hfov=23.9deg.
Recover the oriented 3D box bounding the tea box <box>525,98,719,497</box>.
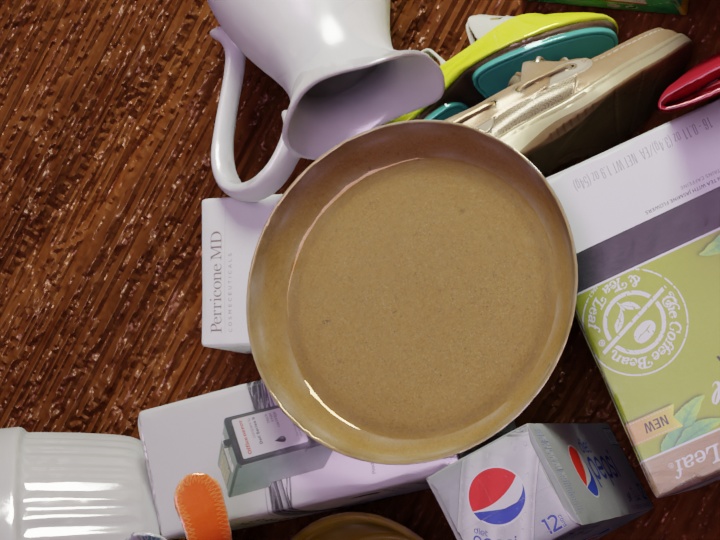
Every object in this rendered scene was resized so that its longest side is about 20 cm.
[{"bbox_3d":[0.233,0.004,0.990,0.200,0.134,0.197,-27,78,16],"label":"tea box"}]

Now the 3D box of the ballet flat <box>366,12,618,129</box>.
[{"bbox_3d":[0.069,-0.126,1.106,0.200,0.067,0.067,-31,57,16],"label":"ballet flat"}]

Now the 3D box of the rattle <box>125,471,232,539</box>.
[{"bbox_3d":[-0.065,0.234,0.982,0.143,0.130,0.200,47,135,44],"label":"rattle"}]

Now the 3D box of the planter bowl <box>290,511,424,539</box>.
[{"bbox_3d":[0.029,0.246,1.053,0.200,0.083,0.201,0,90,42],"label":"planter bowl"}]

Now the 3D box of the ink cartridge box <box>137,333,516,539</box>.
[{"bbox_3d":[-0.016,0.106,1.066,0.200,0.146,0.084,-16,80,19],"label":"ink cartridge box"}]

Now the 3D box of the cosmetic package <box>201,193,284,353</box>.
[{"bbox_3d":[0.000,0.000,1.111,0.200,0.071,0.102,-3,83,20],"label":"cosmetic package"}]

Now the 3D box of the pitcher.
[{"bbox_3d":[-0.051,-0.158,1.109,0.171,0.121,0.200,-36,58,21],"label":"pitcher"}]

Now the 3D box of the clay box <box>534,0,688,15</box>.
[{"bbox_3d":[0.166,-0.270,1.090,0.115,0.048,0.200,9,88,20],"label":"clay box"}]

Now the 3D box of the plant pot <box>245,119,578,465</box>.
[{"bbox_3d":[0.030,0.013,0.971,0.200,0.027,0.200,-5,75,20],"label":"plant pot"}]

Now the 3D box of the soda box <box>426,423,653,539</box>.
[{"bbox_3d":[0.109,0.131,0.987,0.068,0.200,0.064,-31,75,16],"label":"soda box"}]

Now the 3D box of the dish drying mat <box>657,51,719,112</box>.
[{"bbox_3d":[0.210,-0.115,0.979,0.077,0.200,0.018,-28,93,15],"label":"dish drying mat"}]

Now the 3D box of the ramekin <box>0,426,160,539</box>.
[{"bbox_3d":[-0.178,0.198,1.091,0.105,0.200,0.201,-4,82,-7],"label":"ramekin"}]

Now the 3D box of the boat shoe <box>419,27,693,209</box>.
[{"bbox_3d":[0.117,-0.103,1.043,0.200,0.071,0.065,-31,64,-21],"label":"boat shoe"}]
